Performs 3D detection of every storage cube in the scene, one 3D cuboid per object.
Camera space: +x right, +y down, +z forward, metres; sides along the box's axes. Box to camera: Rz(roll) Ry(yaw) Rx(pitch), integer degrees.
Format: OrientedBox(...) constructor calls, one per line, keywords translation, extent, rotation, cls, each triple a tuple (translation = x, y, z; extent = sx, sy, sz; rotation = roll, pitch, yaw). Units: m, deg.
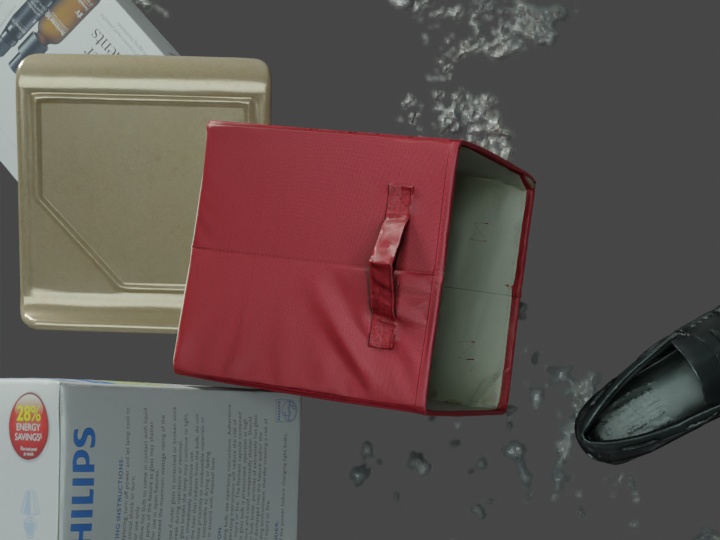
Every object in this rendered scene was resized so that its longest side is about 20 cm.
OrientedBox(translation=(0.000, 0.000, 1.110), extent=(0.179, 0.200, 0.172), rotation=(7, 88, 23), cls="storage cube")

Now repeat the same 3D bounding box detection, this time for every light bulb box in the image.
OrientedBox(translation=(-0.177, 0.137, 1.113), extent=(0.198, 0.200, 0.125), rotation=(-4, 83, 45), cls="light bulb box")

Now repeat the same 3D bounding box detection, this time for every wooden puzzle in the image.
OrientedBox(translation=(-0.157, -0.056, 1.213), extent=(0.184, 0.037, 0.201), rotation=(2, 97, 2), cls="wooden puzzle")

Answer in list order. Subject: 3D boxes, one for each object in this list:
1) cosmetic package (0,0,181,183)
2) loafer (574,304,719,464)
OrientedBox(translation=(-0.235, -0.157, 1.267), extent=(0.151, 0.052, 0.200), rotation=(-45, 75, 11), cls="cosmetic package")
OrientedBox(translation=(0.231, 0.066, 1.097), extent=(0.200, 0.070, 0.068), rotation=(-34, 77, 11), cls="loafer")
